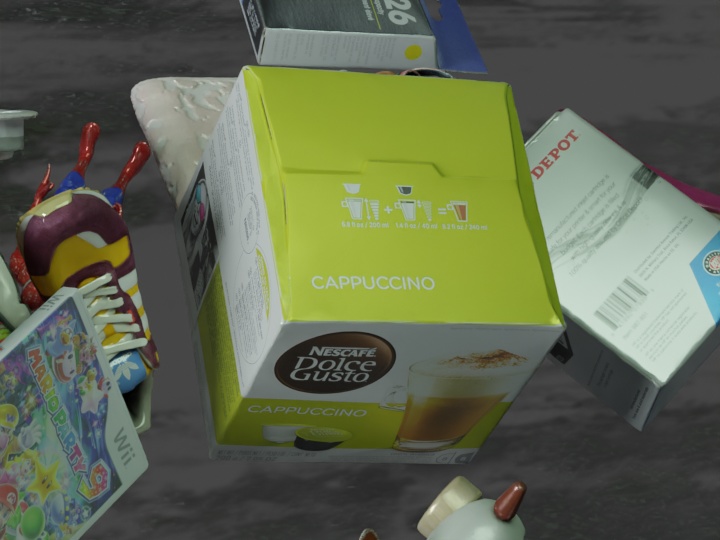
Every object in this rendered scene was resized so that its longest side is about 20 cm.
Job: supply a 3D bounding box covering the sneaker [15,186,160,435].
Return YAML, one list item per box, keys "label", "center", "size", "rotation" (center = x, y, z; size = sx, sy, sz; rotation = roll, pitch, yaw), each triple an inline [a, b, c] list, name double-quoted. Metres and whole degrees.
- label: "sneaker"
  center: [-0.168, 0.029, 1.476]
  size: [0.075, 0.200, 0.090]
  rotation: [-26, 56, -10]

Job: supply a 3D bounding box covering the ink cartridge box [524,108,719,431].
- label: "ink cartridge box"
  center: [0.182, -0.002, 1.693]
  size: [0.200, 0.084, 0.145]
  rotation: [38, 65, 15]

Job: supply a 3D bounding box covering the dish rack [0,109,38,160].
- label: "dish rack"
  center: [-0.329, -0.090, 1.563]
  size: [0.171, 0.044, 0.200]
  rotation: [-6, 9, -28]

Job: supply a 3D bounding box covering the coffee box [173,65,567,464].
- label: "coffee box"
  center: [0.000, 0.000, 1.544]
  size: [0.198, 0.198, 0.201]
  rotation: [2, 58, -20]

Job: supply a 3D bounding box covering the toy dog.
- label: "toy dog"
  center: [0.058, 0.204, 1.473]
  size: [0.131, 0.097, 0.200]
  rotation: [23, 46, 1]

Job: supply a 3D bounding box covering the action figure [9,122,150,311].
- label: "action figure"
  center: [-0.205, -0.036, 1.611]
  size: [0.065, 0.052, 0.200]
  rotation: [24, 40, -5]

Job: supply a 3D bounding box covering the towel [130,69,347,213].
- label: "towel"
  center: [-0.060, -0.075, 1.727]
  size: [0.190, 0.032, 0.201]
  rotation: [-7, 52, -25]

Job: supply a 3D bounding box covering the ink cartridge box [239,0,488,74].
- label: "ink cartridge box"
  center: [-0.007, -0.240, 1.873]
  size: [0.199, 0.047, 0.198]
  rotation: [-1, 42, -17]

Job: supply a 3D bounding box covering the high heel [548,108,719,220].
- label: "high heel"
  center: [0.240, -0.074, 1.808]
  size: [0.199, 0.068, 0.097]
  rotation: [16, 56, -2]

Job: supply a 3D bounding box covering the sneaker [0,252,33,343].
- label: "sneaker"
  center: [-0.253, 0.065, 1.511]
  size: [0.085, 0.077, 0.200]
  rotation: [-21, 52, -21]

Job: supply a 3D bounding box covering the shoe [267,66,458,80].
- label: "shoe"
  center: [0.008, -0.124, 1.712]
  size: [0.199, 0.091, 0.072]
  rotation: [26, 44, 4]

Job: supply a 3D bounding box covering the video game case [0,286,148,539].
- label: "video game case"
  center: [-0.216, 0.124, 1.391]
  size: [0.018, 0.144, 0.200]
  rotation: [5, 37, 36]
